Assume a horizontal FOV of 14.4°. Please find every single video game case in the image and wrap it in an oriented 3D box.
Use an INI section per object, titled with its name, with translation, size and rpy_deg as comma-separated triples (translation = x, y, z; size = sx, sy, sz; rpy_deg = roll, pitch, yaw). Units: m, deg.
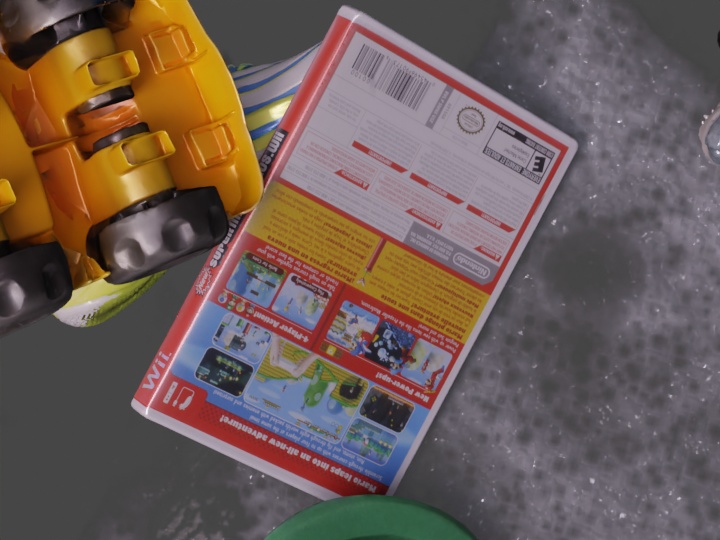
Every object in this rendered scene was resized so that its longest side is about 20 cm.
[video game case]
translation = 0.000, 0.000, 1.283
size = 0.143, 0.017, 0.201
rpy_deg = 28, 91, -34

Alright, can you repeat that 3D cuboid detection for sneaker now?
[sneaker]
translation = -0.085, -0.069, 1.300
size = 0.200, 0.076, 0.105
rpy_deg = -38, 87, 3

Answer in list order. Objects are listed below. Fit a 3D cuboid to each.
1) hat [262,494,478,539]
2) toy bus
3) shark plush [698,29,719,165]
[hat]
translation = -0.051, 0.188, 1.326
size = 0.199, 0.176, 0.167
rpy_deg = -1, 87, -34
[toy bus]
translation = -0.170, -0.030, 1.228
size = 0.199, 0.192, 0.136
rpy_deg = -21, 84, -36
[shark plush]
translation = 0.249, -0.078, 1.275
size = 0.198, 0.083, 0.092
rpy_deg = -6, 89, 3
